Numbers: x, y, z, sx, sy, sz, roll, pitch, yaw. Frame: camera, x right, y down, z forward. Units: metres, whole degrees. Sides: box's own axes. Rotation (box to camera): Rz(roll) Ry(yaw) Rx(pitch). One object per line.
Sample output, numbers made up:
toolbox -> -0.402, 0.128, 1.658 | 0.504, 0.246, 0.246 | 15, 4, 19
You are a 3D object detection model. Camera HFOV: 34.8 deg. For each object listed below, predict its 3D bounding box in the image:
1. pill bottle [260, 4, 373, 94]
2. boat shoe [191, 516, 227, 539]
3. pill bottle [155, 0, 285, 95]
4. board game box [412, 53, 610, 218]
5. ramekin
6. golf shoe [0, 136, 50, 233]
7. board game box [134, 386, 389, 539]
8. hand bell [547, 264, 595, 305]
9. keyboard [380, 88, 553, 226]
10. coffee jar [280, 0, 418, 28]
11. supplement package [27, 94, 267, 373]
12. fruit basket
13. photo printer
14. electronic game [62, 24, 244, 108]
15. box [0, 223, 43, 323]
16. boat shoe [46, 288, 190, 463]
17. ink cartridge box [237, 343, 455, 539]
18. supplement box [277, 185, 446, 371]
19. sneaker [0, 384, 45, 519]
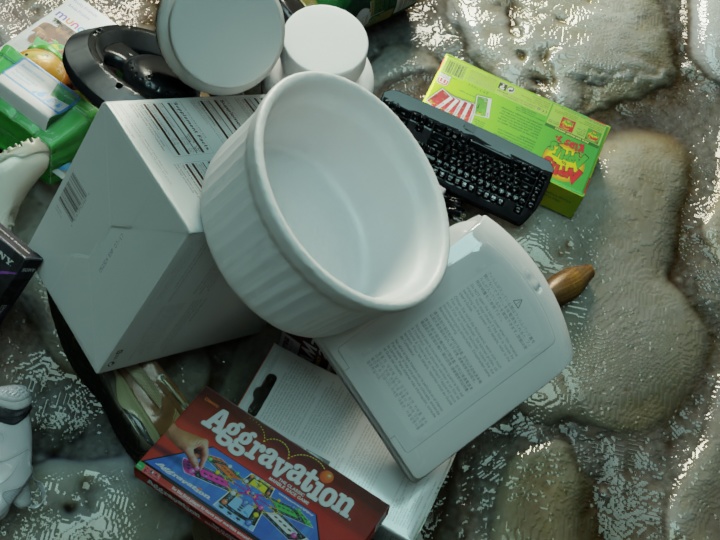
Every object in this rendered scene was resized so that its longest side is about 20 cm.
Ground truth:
pill bottle -> -0.046, -0.167, 1.142 | 0.111, 0.201, 0.114 | 4, 61, -7
boat shoe -> -0.051, 0.250, 1.006 | 0.198, 0.073, 0.068 | 20, 27, 10
pill bottle -> -0.127, -0.216, 1.030 | 0.112, 0.200, 0.115 | -3, 103, -11
board game box -> 0.161, -0.148, 1.253 | 0.198, 0.048, 0.102 | 25, 62, 4
ramekin -> -0.031, -0.045, 0.910 | 0.199, 0.097, 0.203 | 25, 50, -34
golf shoe -> -0.350, -0.032, 1.082 | 0.097, 0.078, 0.200 | 44, 90, 3
board game box -> -0.084, 0.188, 0.983 | 0.199, 0.020, 0.103 | 30, 52, 15
hand bell -> 0.168, 0.037, 1.148 | 0.199, 0.104, 0.104 | -29, 70, -34
keyboard -> 0.095, -0.105, 1.198 | 0.198, 0.040, 0.105 | 24, 98, 5
coffee jar -> -0.030, -0.306, 1.283 | 0.199, 0.086, 0.105 | -34, 75, -24
supplement package -> -0.153, -0.038, 1.024 | 0.199, 0.192, 0.148 | -12, 60, -48
fruit basket -> -0.291, -0.192, 1.178 | 0.184, 0.094, 0.200 | 36, 59, 10
photo printer -> 0.079, 0.062, 1.007 | 0.199, 0.069, 0.167 | -36, 99, -6
electronic game -> -0.198, -0.183, 1.139 | 0.198, 0.042, 0.201 | 22, 29, -13
box -> -0.391, 0.026, 1.018 | 0.142, 0.036, 0.201 | 37, 96, 10
boat shoe -> -0.220, 0.082, 1.062 | 0.073, 0.076, 0.201 | -28, 78, -27
ink cartridge box -> -0.019, 0.163, 1.060 | 0.198, 0.051, 0.110 | 27, 63, 6
supplement box -> 0.000, 0.000, 1.115 | 0.061, 0.109, 0.201 | 33, 63, 8
sneaker -> -0.364, 0.174, 0.962 | 0.198, 0.075, 0.116 | -15, 85, -22
